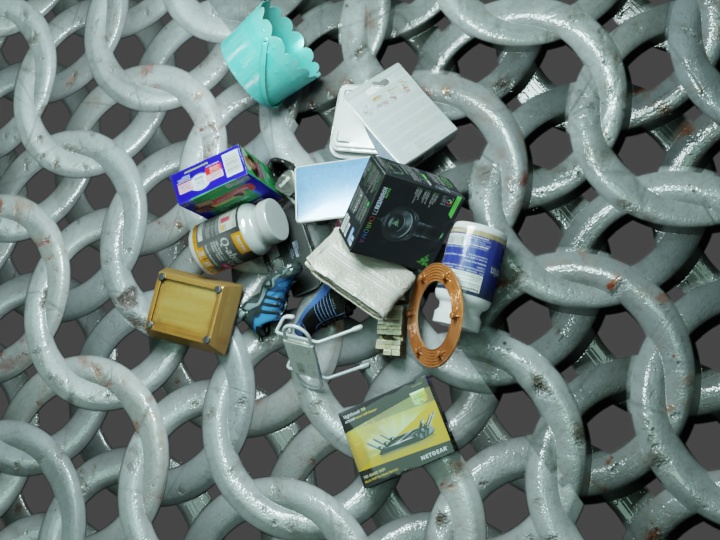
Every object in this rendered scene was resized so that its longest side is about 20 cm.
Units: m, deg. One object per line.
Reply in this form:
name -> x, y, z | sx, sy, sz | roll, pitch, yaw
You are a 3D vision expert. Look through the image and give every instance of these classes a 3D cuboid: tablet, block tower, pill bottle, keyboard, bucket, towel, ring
tablet -> -0.039, -0.168, 1.639 | 0.197, 0.014, 0.132 | -7, 69, 8
block tower -> 0.068, 0.074, 1.625 | 0.053, 0.058, 0.203 | 2, 79, 16
pill bottle -> 0.210, 0.014, 1.561 | 0.114, 0.116, 0.202 | 14, 86, 19
keyboard -> -0.161, -0.035, 1.736 | 0.126, 0.021, 0.202 | -22, 73, 11
bucket -> -0.197, -0.465, 1.736 | 0.134, 0.207, 0.209 | -33, 72, 18
pill bottle -> -0.260, -0.075, 1.708 | 0.198, 0.116, 0.118 | -21, 74, 23
towel -> 0.000, 0.000, 1.576 | 0.199, 0.035, 0.133 | 34, 56, 14
ring -> 0.137, 0.085, 1.532 | 0.019, 0.200, 0.203 | 6, 78, -25

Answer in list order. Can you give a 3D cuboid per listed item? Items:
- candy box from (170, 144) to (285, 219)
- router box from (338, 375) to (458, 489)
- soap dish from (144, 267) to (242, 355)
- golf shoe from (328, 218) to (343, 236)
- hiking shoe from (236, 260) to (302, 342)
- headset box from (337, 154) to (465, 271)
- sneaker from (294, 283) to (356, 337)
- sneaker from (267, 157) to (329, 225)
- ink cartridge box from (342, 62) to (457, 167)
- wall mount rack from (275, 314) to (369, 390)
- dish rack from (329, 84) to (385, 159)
candy box -> -0.280, -0.176, 1.703 | 0.167, 0.200, 0.078 | -22, 76, 13
router box -> 0.074, 0.320, 1.578 | 0.198, 0.052, 0.159 | -26, 73, 11
soap dish -> -0.370, 0.086, 1.744 | 0.198, 0.081, 0.159 | 12, 83, 18
golf shoe -> -0.026, -0.070, 1.679 | 0.091, 0.073, 0.203 | 14, 91, 2
hiking shoe -> -0.174, 0.059, 1.685 | 0.087, 0.074, 0.200 | 47, 120, 4
headset box -> 0.084, -0.107, 1.559 | 0.175, 0.198, 0.093 | -64, 29, 23
sneaker -> -0.060, 0.081, 1.636 | 0.078, 0.070, 0.201 | 44, 117, 15
sneaker -> -0.138, -0.172, 1.703 | 0.067, 0.090, 0.200 | -46, 63, 14
ink cartridge box -> 0.081, -0.315, 1.656 | 0.162, 0.057, 0.200 | -35, 72, -21
wall mount rack -> -0.079, 0.161, 1.612 | 0.172, 0.201, 0.075 | 11, 48, 20
dish rack -> 0.029, -0.325, 1.720 | 0.198, 0.044, 0.174 | 7, 82, 19
